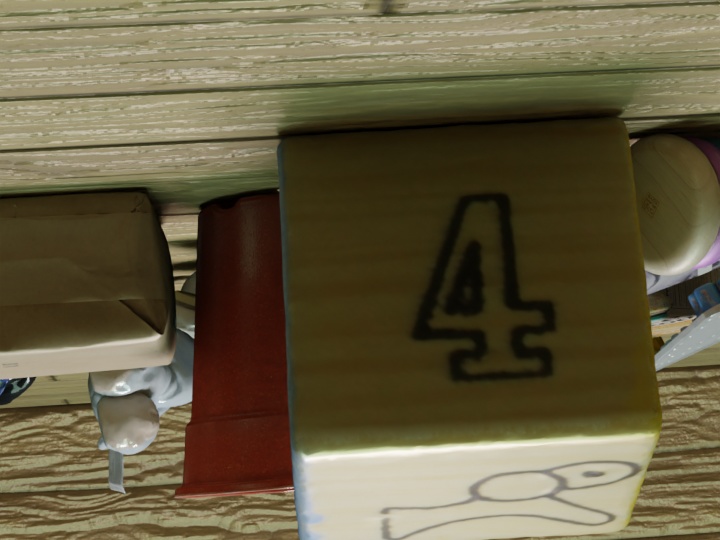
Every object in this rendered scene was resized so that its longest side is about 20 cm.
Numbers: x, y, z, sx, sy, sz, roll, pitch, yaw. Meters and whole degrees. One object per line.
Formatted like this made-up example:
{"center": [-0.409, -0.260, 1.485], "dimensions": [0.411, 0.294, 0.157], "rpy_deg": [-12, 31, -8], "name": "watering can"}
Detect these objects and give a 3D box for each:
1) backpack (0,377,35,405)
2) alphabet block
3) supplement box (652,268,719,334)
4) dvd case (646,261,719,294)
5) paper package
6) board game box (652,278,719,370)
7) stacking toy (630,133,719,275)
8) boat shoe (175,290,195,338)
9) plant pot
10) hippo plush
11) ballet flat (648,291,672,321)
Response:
{"center": [-0.384, 0.070, 1.748], "dimensions": [0.200, 0.154, 0.163], "rpy_deg": [20, 167, -34], "name": "backpack"}
{"center": [0.057, 0.041, 1.235], "dimensions": [0.200, 0.196, 0.195], "rpy_deg": [-3, 157, -2], "name": "alphabet block"}
{"center": [0.243, 0.013, 1.809], "dimensions": [0.200, 0.074, 0.126], "rpy_deg": [3, 170, -45], "name": "supplement box"}
{"center": [0.148, -0.004, 1.426], "dimensions": [0.200, 0.016, 0.149], "rpy_deg": [-21, 154, -1], "name": "dvd case"}
{"center": [-0.221, 0.014, 1.428], "dimensions": [0.191, 0.104, 0.200], "rpy_deg": [-3, 173, -4], "name": "paper package"}
{"center": [0.320, 0.014, 1.671], "dimensions": [0.200, 0.026, 0.200], "rpy_deg": [-24, 168, -16], "name": "board game box"}
{"center": [0.251, -0.048, 1.320], "dimensions": [0.200, 0.085, 0.085], "rpy_deg": [-7, 177, -37], "name": "stacking toy"}
{"center": [-0.081, 0.073, 1.683], "dimensions": [0.075, 0.068, 0.200], "rpy_deg": [21, 175, 44], "name": "boat shoe"}
{"center": [-0.032, 0.051, 1.447], "dimensions": [0.201, 0.195, 0.201], "rpy_deg": [-4, 173, 0], "name": "plant pot"}
{"center": [-0.143, 0.082, 1.752], "dimensions": [0.161, 0.200, 0.159], "rpy_deg": [-13, -152, -10], "name": "hippo plush"}
{"center": [0.154, 0.024, 1.629], "dimensions": [0.200, 0.071, 0.071], "rpy_deg": [-14, 178, -26], "name": "ballet flat"}
